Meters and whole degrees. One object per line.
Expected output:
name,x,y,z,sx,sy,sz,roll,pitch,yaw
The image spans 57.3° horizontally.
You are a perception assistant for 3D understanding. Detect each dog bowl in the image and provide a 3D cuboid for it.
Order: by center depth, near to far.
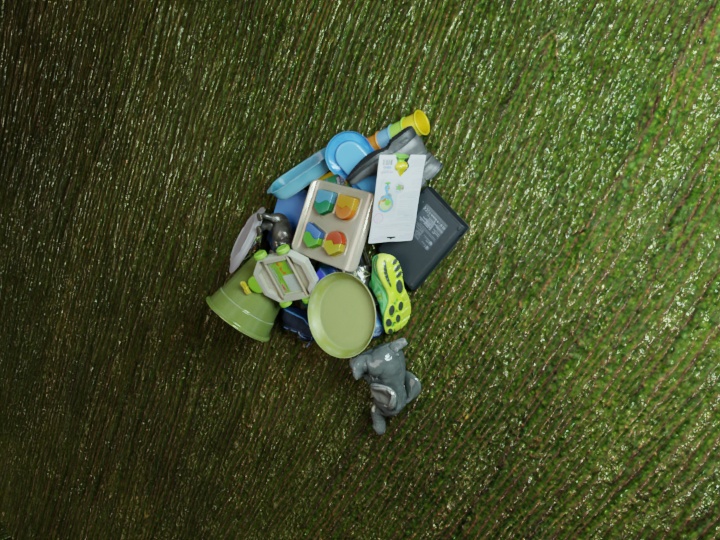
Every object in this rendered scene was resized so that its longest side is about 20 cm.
dog bowl,0.007,-0.238,1.544,0.111,0.050,0.200,-41,100,16

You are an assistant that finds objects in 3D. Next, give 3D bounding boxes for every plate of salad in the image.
plate of salad,-0.300,-0.079,1.789,0.200,0.048,0.200,-50,23,30

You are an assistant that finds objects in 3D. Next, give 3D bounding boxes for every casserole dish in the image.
casserole dish,-0.144,-0.239,1.658,0.200,0.121,0.039,-32,112,8

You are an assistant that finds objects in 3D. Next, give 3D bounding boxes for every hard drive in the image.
hard drive,0.139,-0.073,1.515,0.140,0.033,0.200,51,119,24

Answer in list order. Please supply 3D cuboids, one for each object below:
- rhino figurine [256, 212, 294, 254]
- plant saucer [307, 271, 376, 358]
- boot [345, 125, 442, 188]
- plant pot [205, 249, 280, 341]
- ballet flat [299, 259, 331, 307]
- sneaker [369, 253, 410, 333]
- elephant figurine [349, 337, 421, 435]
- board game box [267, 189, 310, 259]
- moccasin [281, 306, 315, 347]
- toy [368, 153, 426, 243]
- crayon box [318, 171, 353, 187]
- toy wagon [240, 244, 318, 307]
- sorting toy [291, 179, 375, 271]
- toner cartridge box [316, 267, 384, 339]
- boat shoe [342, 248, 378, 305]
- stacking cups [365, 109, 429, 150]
rhino figurine,-0.191,-0.064,1.685,0.060,0.087,0.200,-44,70,46
plant saucer,-0.038,0.103,1.540,0.200,0.031,0.200,1,91,36
boot,0.076,-0.218,1.485,0.200,0.070,0.132,-32,110,21
plant pot,-0.271,0.052,1.738,0.200,0.200,0.190,37,93,30
ballet flat,-0.108,0.000,1.695,0.200,0.067,0.064,-66,31,18
sneaker,0.067,0.051,1.547,0.084,0.074,0.200,-146,45,-62
elephant figurine,0.070,0.276,1.542,0.141,0.155,0.200,-24,87,-9
board game box,-0.160,-0.117,1.736,0.158,0.039,0.200,27,110,26
moccasin,-0.130,0.153,1.709,0.200,0.080,0.068,25,111,48
toy,0.073,-0.163,1.458,0.047,0.115,0.200,47,135,51
crayon box,-0.060,-0.143,1.606,0.119,0.058,0.200,-17,63,33
toy wagon,-0.203,0.018,1.611,0.200,0.040,0.155,-11,117,28
sorting toy,-0.067,-0.109,1.528,0.200,0.036,0.185,20,93,37
toner cartridge box,-0.026,0.076,1.607,0.200,0.095,0.043,50,119,23
boat shoe,-0.002,0.000,1.600,0.060,0.072,0.202,-38,66,37
stacking cups,0.066,-0.315,1.548,0.200,0.060,0.061,-14,83,39
